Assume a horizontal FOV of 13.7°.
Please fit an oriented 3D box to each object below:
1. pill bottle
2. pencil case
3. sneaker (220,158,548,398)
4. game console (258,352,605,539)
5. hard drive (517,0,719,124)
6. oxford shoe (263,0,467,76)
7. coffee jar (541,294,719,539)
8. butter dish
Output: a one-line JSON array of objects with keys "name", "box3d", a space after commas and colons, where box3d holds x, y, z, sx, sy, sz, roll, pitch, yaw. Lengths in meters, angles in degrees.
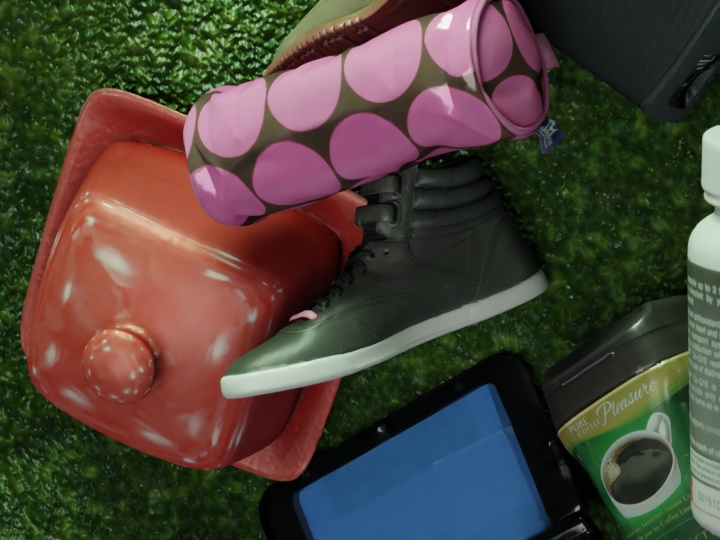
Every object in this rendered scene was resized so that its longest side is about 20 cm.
[{"name": "pill bottle", "box3d": [0.221, 0.030, 1.506, 0.113, 0.114, 0.202, 2, 103, 20]}, {"name": "pencil case", "box3d": [0.006, -0.083, 1.596, 0.199, 0.094, 0.091, -15, 103, 30]}, {"name": "sneaker", "box3d": [0.000, 0.000, 1.649, 0.100, 0.199, 0.071, 69, 160, -5]}, {"name": "game console", "box3d": [0.024, 0.168, 1.688, 0.199, 0.176, 0.117, -32, 103, 25]}, {"name": "hard drive", "box3d": [0.158, -0.187, 1.556, 0.135, 0.042, 0.201, 38, 120, 17]}, {"name": "oxford shoe", "box3d": [0.020, -0.150, 1.633, 0.070, 0.075, 0.200, 26, 141, -33]}, {"name": "coffee jar", "box3d": [0.181, 0.118, 1.628, 0.104, 0.085, 0.201, -36, 74, 36]}, {"name": "butter dish", "box3d": [-0.113, 0.030, 1.702, 0.199, 0.148, 0.200, 24, 119, 10]}]
